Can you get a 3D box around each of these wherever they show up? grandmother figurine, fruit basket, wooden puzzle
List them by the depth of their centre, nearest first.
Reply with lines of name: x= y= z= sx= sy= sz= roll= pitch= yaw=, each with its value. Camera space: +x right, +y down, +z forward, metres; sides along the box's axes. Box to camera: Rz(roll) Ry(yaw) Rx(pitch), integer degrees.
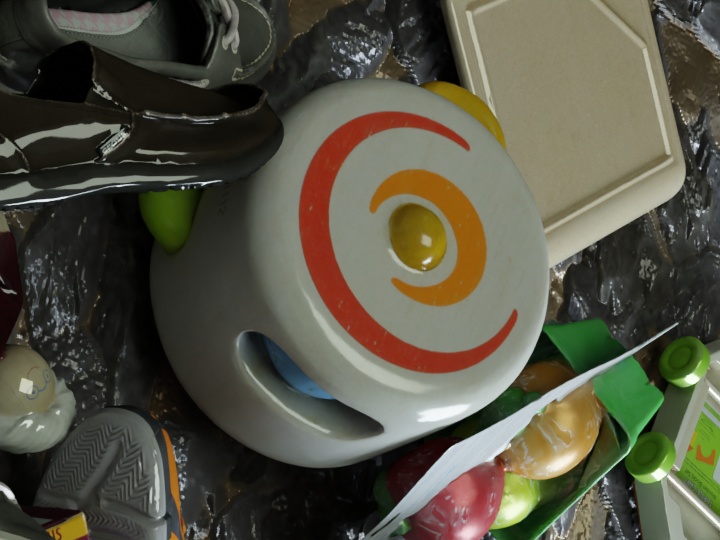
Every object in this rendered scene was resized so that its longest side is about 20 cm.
grandmother figurine: x=-0.199 y=0.008 z=1.327 sx=0.121 sy=0.061 sz=0.200 roll=-46 pitch=119 yaw=-27
fruit basket: x=0.063 y=0.101 z=1.541 sx=0.200 sy=0.185 sz=0.094 roll=-20 pitch=69 yaw=-41
wooden puzzle: x=0.119 y=-0.109 z=1.692 sx=0.185 sy=0.037 sz=0.200 roll=-28 pitch=114 yaw=-44

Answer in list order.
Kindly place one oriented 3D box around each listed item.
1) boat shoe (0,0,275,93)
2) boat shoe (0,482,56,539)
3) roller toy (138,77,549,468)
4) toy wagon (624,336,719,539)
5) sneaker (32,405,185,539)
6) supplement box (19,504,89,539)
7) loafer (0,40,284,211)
boat shoe: x=-0.104 y=-0.117 z=1.410 sx=0.200 sy=0.057 sz=0.067 roll=-7 pitch=74 yaw=-47
boat shoe: x=-0.199 y=0.091 z=1.106 sx=0.200 sy=0.057 sz=0.067 roll=31 pitch=101 yaw=-38
roller toy: x=0.000 y=0.000 z=1.447 sx=0.200 sy=0.140 sz=0.183 roll=-9 pitch=78 yaw=-36
toy wagon: x=0.220 y=0.143 z=1.788 sx=0.155 sy=0.040 sz=0.200 roll=43 pitch=60 yaw=-38
sneaker: x=-0.104 y=0.150 z=1.409 sx=0.112 sy=0.078 sz=0.200 roll=-23 pitch=127 yaw=-52
supplement box: x=-0.176 y=0.221 z=1.324 sx=0.110 sy=0.086 sz=0.200 roll=-20 pitch=104 yaw=-46
loafer: x=-0.117 y=-0.072 z=1.318 sx=0.200 sy=0.073 sz=0.071 roll=-12 pitch=103 yaw=-42
